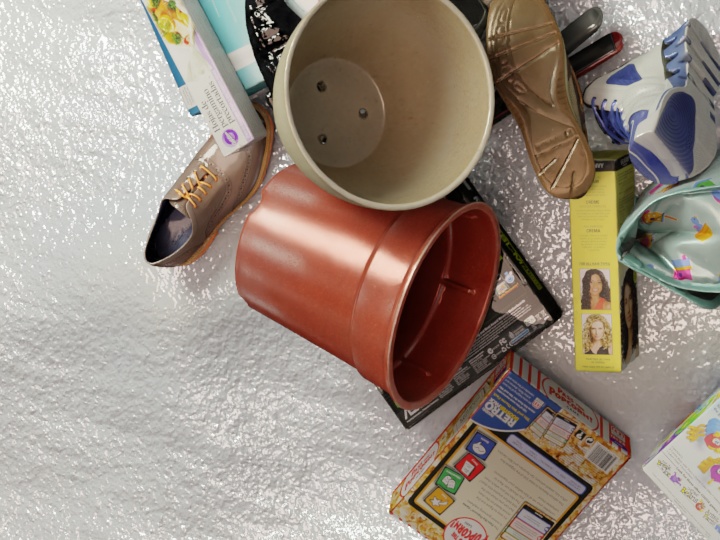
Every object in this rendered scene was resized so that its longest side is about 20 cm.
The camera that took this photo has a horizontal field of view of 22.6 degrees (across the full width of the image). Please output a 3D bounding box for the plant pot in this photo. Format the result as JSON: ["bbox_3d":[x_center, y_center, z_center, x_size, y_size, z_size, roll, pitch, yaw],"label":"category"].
[{"bbox_3d":[0.000,0.000,1.686,0.194,0.200,0.203,22,107,26],"label":"plant pot"}]

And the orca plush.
[{"bbox_3d":[-0.062,-0.204,1.683,0.104,0.071,0.202,-14,97,20],"label":"orca plush"}]

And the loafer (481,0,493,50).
[{"bbox_3d":[0.119,-0.246,1.702,0.063,0.072,0.200,48,114,14],"label":"loafer"}]

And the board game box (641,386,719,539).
[{"bbox_3d":[0.372,0.143,1.659,0.105,0.103,0.200,47,112,7],"label":"board game box"}]

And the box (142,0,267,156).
[{"bbox_3d":[-0.156,-0.208,1.732,0.038,0.041,0.202,-27,92,23],"label":"box"}]

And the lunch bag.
[{"bbox_3d":[0.331,-0.048,1.602,0.198,0.170,0.123,-8,107,21],"label":"lunch bag"}]

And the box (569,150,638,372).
[{"bbox_3d":[0.230,-0.010,1.700,0.050,0.075,0.203,0,101,22],"label":"box"}]

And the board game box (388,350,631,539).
[{"bbox_3d":[0.145,0.201,1.762,0.151,0.046,0.201,36,110,-7],"label":"board game box"}]

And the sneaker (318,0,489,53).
[{"bbox_3d":[0.028,-0.265,1.638,0.198,0.096,0.080,23,67,2],"label":"sneaker"}]

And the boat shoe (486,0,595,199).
[{"bbox_3d":[0.168,-0.159,1.639,0.071,0.072,0.202,-22,82,13],"label":"boat shoe"}]

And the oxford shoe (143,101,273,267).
[{"bbox_3d":[-0.154,-0.081,1.828,0.071,0.073,0.201,35,109,11],"label":"oxford shoe"}]

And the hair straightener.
[{"bbox_3d":[0.146,-0.192,1.700,0.199,0.041,0.077,-28,124,24],"label":"hair straightener"}]

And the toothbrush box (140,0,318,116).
[{"bbox_3d":[-0.100,-0.260,1.768,0.198,0.085,0.148,-24,92,23],"label":"toothbrush box"}]

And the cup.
[{"bbox_3d":[0.001,-0.150,1.609,0.198,0.143,0.203,1,87,-22],"label":"cup"}]

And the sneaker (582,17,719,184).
[{"bbox_3d":[0.257,-0.136,1.621,0.114,0.200,0.081,-25,116,34],"label":"sneaker"}]

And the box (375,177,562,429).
[{"bbox_3d":[0.067,0.024,1.782,0.199,0.047,0.194,-39,83,23],"label":"box"}]
